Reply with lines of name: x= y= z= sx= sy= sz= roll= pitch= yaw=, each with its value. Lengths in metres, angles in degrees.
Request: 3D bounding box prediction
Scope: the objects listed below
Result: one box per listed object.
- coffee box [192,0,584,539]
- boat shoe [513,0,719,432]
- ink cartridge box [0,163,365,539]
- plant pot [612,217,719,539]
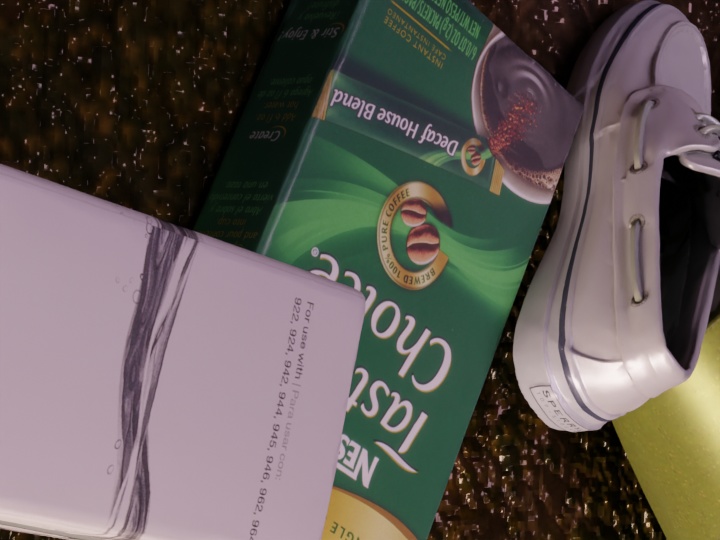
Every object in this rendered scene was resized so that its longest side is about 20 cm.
coffee box: x=0.000 y=0.000 z=0.839 sx=0.123 sy=0.044 sz=0.201 roll=38 pitch=66 yaw=-39
boat shoe: x=0.114 y=-0.025 z=0.901 sx=0.074 sy=0.067 sz=0.201 roll=46 pitch=45 yaw=-35
ink cartridge box: x=-0.117 y=0.020 z=0.639 sx=0.200 sy=0.145 sz=0.084 roll=20 pitch=77 yaw=-51
plant pot: x=0.185 y=0.071 z=0.949 sx=0.200 sy=0.187 sz=0.187 roll=45 pitch=61 yaw=-18
